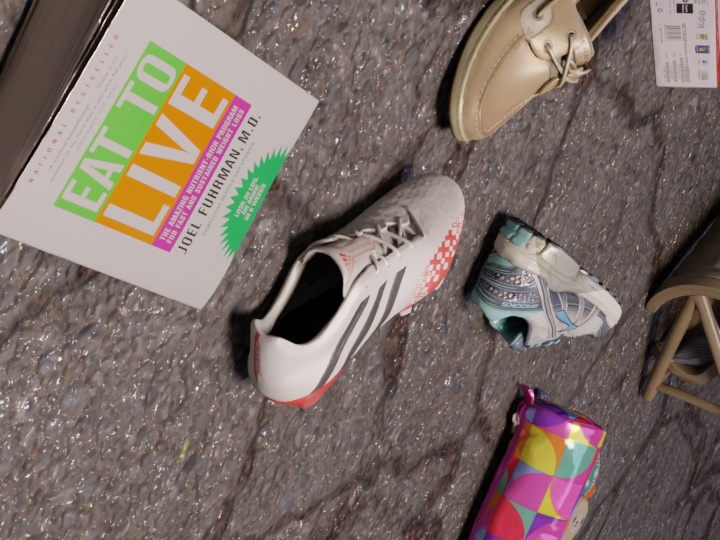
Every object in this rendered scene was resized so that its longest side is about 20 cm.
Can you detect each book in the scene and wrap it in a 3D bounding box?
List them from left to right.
[{"bbox_3d":[-0.106,-0.062,0.777,0.135,0.048,0.200,-62,154,1],"label":"book"}]

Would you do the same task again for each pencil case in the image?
[{"bbox_3d":[0.146,0.207,1.393,0.088,0.088,0.202,10,100,-62],"label":"pencil case"}]

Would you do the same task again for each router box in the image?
[{"bbox_3d":[0.242,-0.267,1.144,0.201,0.048,0.181,69,29,-55],"label":"router box"}]

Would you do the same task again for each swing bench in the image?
[{"bbox_3d":[0.396,0.027,1.641,0.199,0.129,0.202,-43,140,-35],"label":"swing bench"}]

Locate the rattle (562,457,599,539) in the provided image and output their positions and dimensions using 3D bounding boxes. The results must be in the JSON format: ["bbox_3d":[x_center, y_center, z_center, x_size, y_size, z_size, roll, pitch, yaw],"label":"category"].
[{"bbox_3d":[0.219,0.263,1.504,0.199,0.142,0.132,-32,127,-40],"label":"rattle"}]

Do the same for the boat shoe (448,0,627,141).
[{"bbox_3d":[0.131,-0.162,1.083,0.201,0.064,0.073,-51,149,-26],"label":"boat shoe"}]

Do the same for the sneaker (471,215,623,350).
[{"bbox_3d":[0.143,0.024,1.266,0.087,0.077,0.200,-53,145,3],"label":"sneaker"}]

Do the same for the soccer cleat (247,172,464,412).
[{"bbox_3d":[0.000,0.000,0.984,0.200,0.068,0.086,-46,151,-24],"label":"soccer cleat"}]
